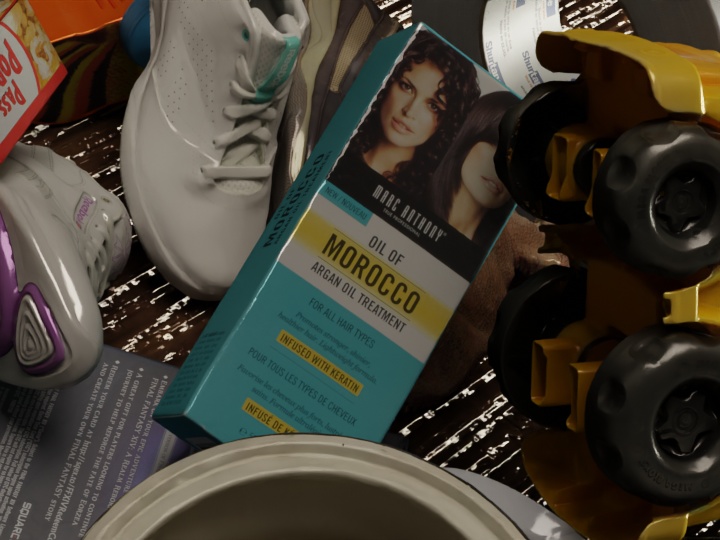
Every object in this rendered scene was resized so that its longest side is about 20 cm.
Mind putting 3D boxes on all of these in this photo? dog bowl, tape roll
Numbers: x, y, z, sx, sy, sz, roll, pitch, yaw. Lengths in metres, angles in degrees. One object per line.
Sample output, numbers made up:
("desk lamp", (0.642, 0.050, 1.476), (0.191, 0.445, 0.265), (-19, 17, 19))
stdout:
("dog bowl", (-0.020, 0.163, 0.856), (0.199, 0.074, 0.201), (2, 51, -3))
("tape roll", (0.120, -0.117, 1.144), (0.200, 0.201, 0.066), (41, 45, 23))

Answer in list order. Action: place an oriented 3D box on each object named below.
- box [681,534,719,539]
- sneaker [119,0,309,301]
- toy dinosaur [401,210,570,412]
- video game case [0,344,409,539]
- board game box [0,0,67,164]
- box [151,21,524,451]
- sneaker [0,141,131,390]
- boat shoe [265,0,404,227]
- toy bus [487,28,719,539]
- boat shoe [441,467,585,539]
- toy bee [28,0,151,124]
("box", (0.232, 0.132, 0.933), (0.199, 0.193, 0.048), (4, 81, -15))
("sneaker", (-0.059, -0.086, 1.056), (0.075, 0.201, 0.088), (2, -2, -41))
("toy dinosaur", (0.042, 0.018, 1.067), (0.200, 0.136, 0.086), (-43, 24, -24))
("video game case", (-0.086, 0.096, 0.973), (0.199, 0.019, 0.143), (18, 41, -2))
("board game box", (-0.234, -0.034, 0.970), (0.151, 0.046, 0.200), (-10, 33, 30))
("box", (0.000, 0.000, 0.967), (0.082, 0.049, 0.200), (35, 74, -15))
("sneaker", (-0.136, -0.013, 1.007), (0.099, 0.075, 0.200), (4, 26, -26))
("boat shoe", (-0.009, -0.079, 1.150), (0.073, 0.075, 0.200), (17, 46, -10))
("toy bus", (0.162, 0.000, 0.930), (0.191, 0.201, 0.136), (-5, 14, -16))
("boat shoe", (0.085, 0.165, 0.924), (0.199, 0.074, 0.068), (44, 63, 11))
("toy bee", (-0.094, -0.117, 1.157), (0.199, 0.109, 0.131), (-11, 52, 4))
